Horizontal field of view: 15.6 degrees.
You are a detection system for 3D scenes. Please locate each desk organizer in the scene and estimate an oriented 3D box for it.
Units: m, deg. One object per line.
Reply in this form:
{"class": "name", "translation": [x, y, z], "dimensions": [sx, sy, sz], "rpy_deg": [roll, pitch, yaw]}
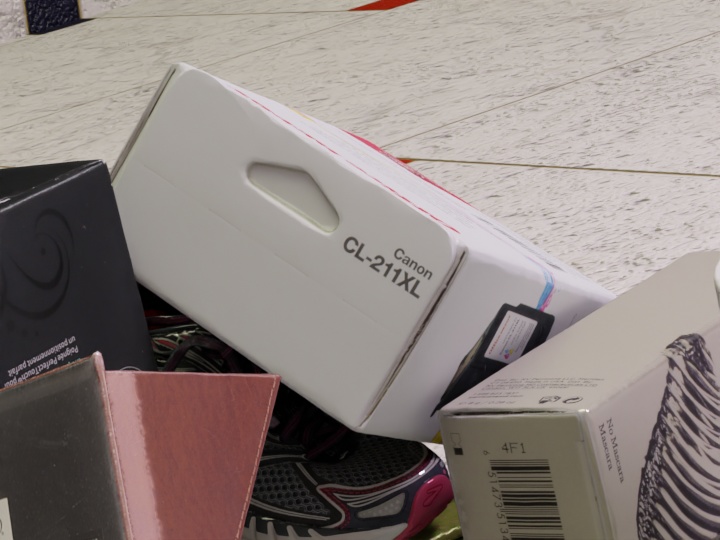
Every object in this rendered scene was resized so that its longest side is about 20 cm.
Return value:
{"class": "desk organizer", "translation": [-0.112, 0.084, 0.736], "dimensions": [0.200, 0.072, 0.077], "rpy_deg": [-20, -15, 35]}

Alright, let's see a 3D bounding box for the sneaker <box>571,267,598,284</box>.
{"class": "sneaker", "translation": [0.016, 0.016, 1.308], "dimensions": [0.201, 0.067, 0.108], "rpy_deg": [4, 7, -16]}

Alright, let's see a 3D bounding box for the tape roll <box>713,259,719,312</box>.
{"class": "tape roll", "translation": [0.226, 0.048, 0.864], "dimensions": [0.202, 0.140, 0.203], "rpy_deg": [-12, 13, 3]}

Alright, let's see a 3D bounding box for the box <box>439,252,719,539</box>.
{"class": "box", "translation": [0.117, 0.058, 1.033], "dimensions": [0.068, 0.082, 0.200], "rpy_deg": [-3, 17, 37]}

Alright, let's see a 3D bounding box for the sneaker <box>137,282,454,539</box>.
{"class": "sneaker", "translation": [-0.049, 0.057, 1.074], "dimensions": [0.200, 0.075, 0.081], "rpy_deg": [23, 37, 33]}

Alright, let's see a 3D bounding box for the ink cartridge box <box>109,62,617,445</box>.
{"class": "ink cartridge box", "translation": [0.000, 0.000, 1.056], "dimensions": [0.146, 0.083, 0.200], "rpy_deg": [34, 7, 22]}

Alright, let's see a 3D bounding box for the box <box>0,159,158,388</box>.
{"class": "box", "translation": [-0.160, 0.075, 0.987], "dimensions": [0.148, 0.201, 0.124], "rpy_deg": [-3, 17, 35]}

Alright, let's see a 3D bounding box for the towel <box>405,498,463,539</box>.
{"class": "towel", "translation": [-0.037, 0.112, 1.117], "dimensions": [0.143, 0.023, 0.200], "rpy_deg": [-20, 15, -33]}
